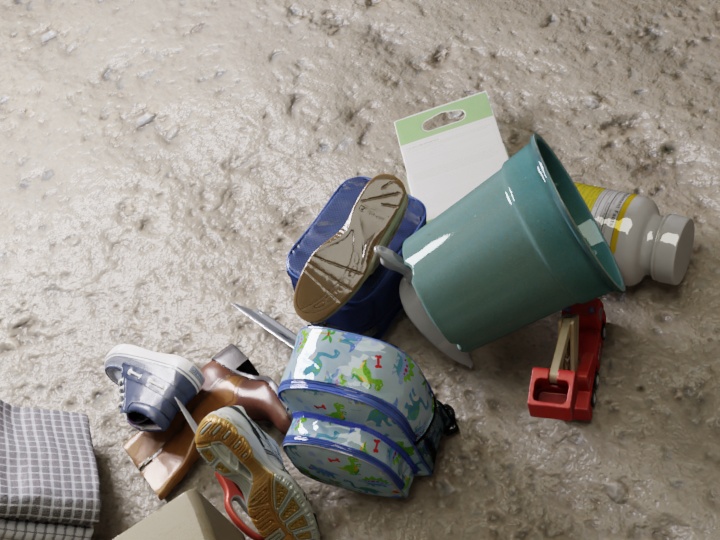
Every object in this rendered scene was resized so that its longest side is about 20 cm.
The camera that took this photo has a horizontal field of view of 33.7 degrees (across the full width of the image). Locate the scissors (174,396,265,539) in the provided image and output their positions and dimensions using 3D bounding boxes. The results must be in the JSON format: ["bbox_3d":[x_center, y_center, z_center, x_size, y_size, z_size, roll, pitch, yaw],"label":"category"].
[{"bbox_3d":[-0.169,0.236,1.415,0.200,0.014,0.073,46,40,4],"label":"scissors"}]

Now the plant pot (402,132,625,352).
[{"bbox_3d":[0.164,-0.018,1.342,0.195,0.200,0.202,-30,49,16],"label":"plant pot"}]

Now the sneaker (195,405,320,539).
[{"bbox_3d":[-0.106,0.240,1.398,0.075,0.088,0.201,-36,90,19],"label":"sneaker"}]

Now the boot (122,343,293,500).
[{"bbox_3d":[-0.186,0.204,1.486,0.200,0.069,0.188,-44,53,-12],"label":"boot"}]

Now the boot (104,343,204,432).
[{"bbox_3d":[-0.289,0.152,1.526,0.199,0.073,0.091,-2,43,49],"label":"boot"}]

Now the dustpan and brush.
[{"bbox_3d":[0.076,0.022,1.436,0.057,0.199,0.141,-39,42,32],"label":"dustpan and brush"}]

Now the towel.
[{"bbox_3d":[-0.410,0.242,1.467,0.164,0.086,0.201,9,31,-25],"label":"towel"}]

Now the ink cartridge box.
[{"bbox_3d":[0.133,-0.142,1.633,0.144,0.048,0.202,-17,51,7],"label":"ink cartridge box"}]

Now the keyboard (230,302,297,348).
[{"bbox_3d":[-0.093,0.088,1.530,0.199,0.056,0.011,30,99,43],"label":"keyboard"}]

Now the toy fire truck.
[{"bbox_3d":[0.239,0.098,1.358,0.048,0.142,0.202,3,56,21],"label":"toy fire truck"}]

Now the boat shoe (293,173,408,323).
[{"bbox_3d":[-0.006,-0.020,1.423,0.072,0.065,0.201,31,86,21],"label":"boat shoe"}]

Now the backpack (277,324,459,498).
[{"bbox_3d":[-0.004,0.165,1.361,0.181,0.201,0.148,8,58,24],"label":"backpack"}]

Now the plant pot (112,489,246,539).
[{"bbox_3d":[-0.195,0.389,1.286,0.199,0.200,0.178,-33,61,-5],"label":"plant pot"}]

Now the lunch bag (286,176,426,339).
[{"bbox_3d":[0.000,0.000,1.526,0.135,0.133,0.201,27,66,25],"label":"lunch bag"}]

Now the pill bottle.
[{"bbox_3d":[0.301,-0.044,1.459,0.198,0.112,0.112,15,61,28],"label":"pill bottle"}]
